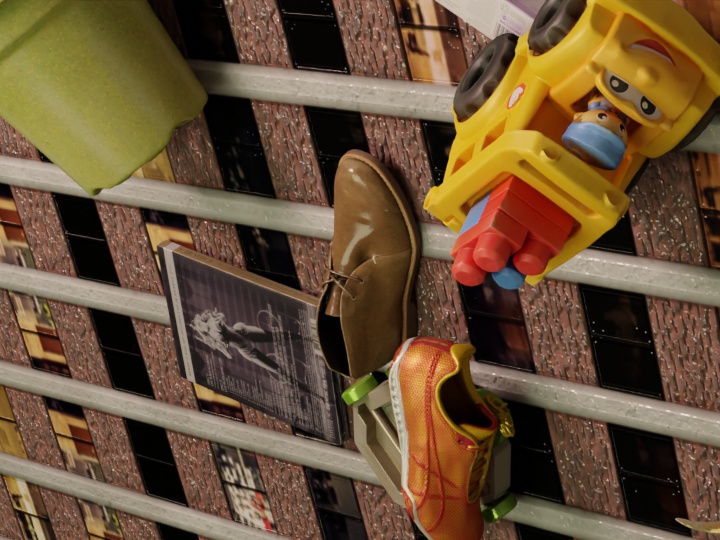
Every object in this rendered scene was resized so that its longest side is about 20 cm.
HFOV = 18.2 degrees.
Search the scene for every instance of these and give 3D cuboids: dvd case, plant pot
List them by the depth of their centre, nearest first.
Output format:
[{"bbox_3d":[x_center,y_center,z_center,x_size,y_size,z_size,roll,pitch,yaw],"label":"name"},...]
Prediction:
[{"bbox_3d":[-0.231,-0.171,1.854,0.184,0.200,0.200,49,143,-13],"label":"plant pot"},{"bbox_3d":[-0.096,0.063,2.008,0.200,0.016,0.149,20,132,35],"label":"dvd case"}]

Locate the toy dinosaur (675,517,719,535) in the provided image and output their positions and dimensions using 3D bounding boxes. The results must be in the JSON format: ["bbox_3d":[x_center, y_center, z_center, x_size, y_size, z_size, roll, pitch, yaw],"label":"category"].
[{"bbox_3d":[0.334,0.190,1.638,0.200,0.058,0.101,-24,85,44],"label":"toy dinosaur"}]

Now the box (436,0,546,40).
[{"bbox_3d":[0.056,-0.224,1.613,0.200,0.039,0.042,37,138,21],"label":"box"}]

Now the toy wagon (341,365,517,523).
[{"bbox_3d":[0.072,0.141,1.872,0.155,0.040,0.200,56,141,-2],"label":"toy wagon"}]

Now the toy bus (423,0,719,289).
[{"bbox_3d":[0.133,-0.075,1.499,0.136,0.192,0.200,36,142,-13],"label":"toy bus"}]

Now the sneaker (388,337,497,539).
[{"bbox_3d":[0.074,0.147,1.789,0.077,0.073,0.201,7,125,31],"label":"sneaker"}]

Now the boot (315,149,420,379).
[{"bbox_3d":[0.000,0.000,1.813,0.073,0.075,0.201,21,130,37],"label":"boot"}]
